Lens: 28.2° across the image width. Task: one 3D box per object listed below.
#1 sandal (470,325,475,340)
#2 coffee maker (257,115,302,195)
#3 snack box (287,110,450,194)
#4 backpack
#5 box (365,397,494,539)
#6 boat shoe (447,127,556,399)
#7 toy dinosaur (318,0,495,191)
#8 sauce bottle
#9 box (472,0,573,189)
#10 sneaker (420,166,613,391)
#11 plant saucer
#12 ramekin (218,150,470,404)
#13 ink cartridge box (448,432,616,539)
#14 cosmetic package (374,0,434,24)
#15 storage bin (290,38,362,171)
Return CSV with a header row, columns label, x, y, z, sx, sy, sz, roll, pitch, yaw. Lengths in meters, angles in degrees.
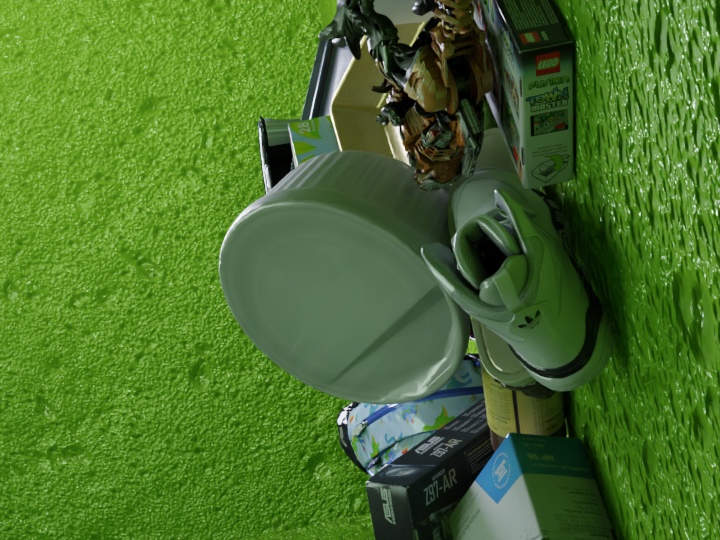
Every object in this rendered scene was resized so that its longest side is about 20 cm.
label,x,y,z,sx,sy,sz,roll,pitch,yaw
sandal,0.113,0.035,1.266,0.201,0.047,0.076,-114,13,-73
coffee maker,-0.005,-0.090,1.568,0.135,0.198,0.194,85,173,-68
snack box,0.032,-0.065,1.274,0.201,0.167,0.068,-104,3,-47
backpack,0.080,0.145,1.348,0.200,0.162,0.155,120,149,-52
box,0.092,0.208,1.185,0.199,0.043,0.162,-28,-67,-47
boat shoe,0.110,-0.006,1.027,0.059,0.071,0.202,37,-140,-53
toy dinosaur,0.054,-0.142,0.954,0.136,0.101,0.201,61,140,29
sauce bottle,0.128,0.107,1.114,0.065,0.064,0.202,-107,9,-61
box,0.099,-0.160,0.963,0.201,0.034,0.111,-104,5,-46
sneaker,0.089,-0.021,0.923,0.115,0.075,0.201,42,-162,-41
plant saucer,0.048,-0.153,1.203,0.201,0.048,0.201,-60,28,34
ramekin,0.000,0.000,1.097,0.095,0.200,0.204,-60,-29,-43
ink cartridge box,0.135,0.233,1.032,0.201,0.067,0.116,-104,31,-42
cosmetic package,0.024,-0.295,1.070,0.108,0.084,0.202,53,-145,-79
storage bin,0.024,-0.139,1.437,0.134,0.144,0.202,-147,70,-72
